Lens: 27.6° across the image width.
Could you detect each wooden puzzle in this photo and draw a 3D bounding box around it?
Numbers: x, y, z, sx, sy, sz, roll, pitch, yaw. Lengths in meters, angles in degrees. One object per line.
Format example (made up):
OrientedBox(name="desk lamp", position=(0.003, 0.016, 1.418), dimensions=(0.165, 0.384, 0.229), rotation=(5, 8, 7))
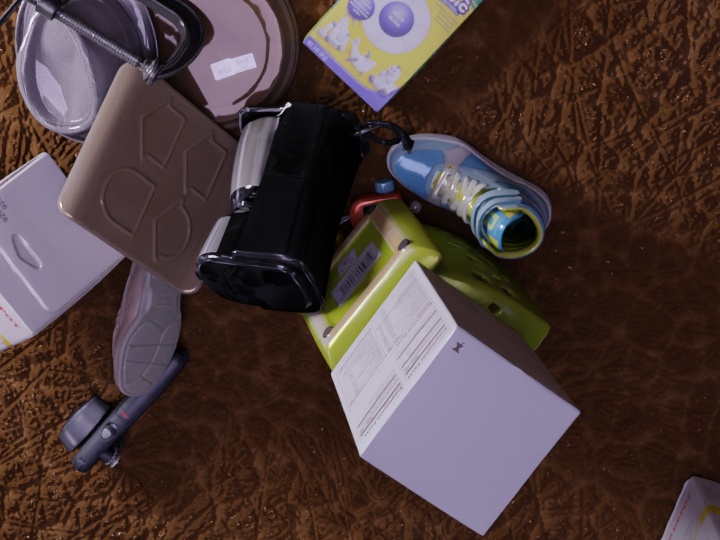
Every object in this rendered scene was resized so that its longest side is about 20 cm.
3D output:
OrientedBox(name="wooden puzzle", position=(-0.223, -0.098, 1.589), dimensions=(0.200, 0.046, 0.186), rotation=(36, 68, -40))

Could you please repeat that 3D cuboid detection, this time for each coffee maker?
OrientedBox(name="coffee maker", position=(-0.065, -0.069, 1.555), dimensions=(0.191, 0.201, 0.135), rotation=(-11, 144, 37))

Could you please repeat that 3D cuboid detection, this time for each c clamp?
OrientedBox(name="c clamp", position=(-0.264, -0.257, 1.535), dimensions=(0.199, 0.172, 0.027), rotation=(26, 142, -11))

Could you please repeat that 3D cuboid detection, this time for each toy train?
OrientedBox(name="toy train", position=(0.000, 0.000, 1.677), dimensions=(0.149, 0.056, 0.202), rotation=(-4, 108, 6))

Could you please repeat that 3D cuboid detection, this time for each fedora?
OrientedBox(name="fedora", position=(-0.312, -0.228, 1.587), dimensions=(0.175, 0.090, 0.202), rotation=(6, 109, 16))

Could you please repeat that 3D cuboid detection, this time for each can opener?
OrientedBox(name="can opener", position=(-0.279, 0.166, 1.751), dimensions=(0.200, 0.063, 0.079), rotation=(-42, 101, 16))

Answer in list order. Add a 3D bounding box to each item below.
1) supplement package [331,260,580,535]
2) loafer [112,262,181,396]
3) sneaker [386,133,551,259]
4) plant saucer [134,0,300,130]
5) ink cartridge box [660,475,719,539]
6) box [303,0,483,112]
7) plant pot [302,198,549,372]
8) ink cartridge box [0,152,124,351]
OrientedBox(name="supplement package", position=(0.084, 0.117, 1.407), dimensions=(0.151, 0.200, 0.151), rotation=(35, 99, -17))
OrientedBox(name="loafer", position=(-0.247, 0.044, 1.700), dimensions=(0.072, 0.063, 0.202), rotation=(7, 104, -39))
OrientedBox(name="sneaker", position=(0.120, -0.081, 1.600), dimensions=(0.199, 0.131, 0.080), rotation=(22, 111, -3))
OrientedBox(name="plant saucer", position=(-0.166, -0.250, 1.618), dimensions=(0.198, 0.030, 0.202), rotation=(1, 109, 3))
OrientedBox(name="ink cartridge box", position=(0.410, 0.351, 1.691), dimensions=(0.083, 0.200, 0.146), rotation=(17, 110, -5))
OrientedBox(name="box", position=(0.046, -0.283, 1.581), dimensions=(0.117, 0.048, 0.200), rotation=(41, 105, -10))
OrientedBox(name="plant pot", position=(0.055, 0.049, 1.585), dimensions=(0.181, 0.199, 0.200), rotation=(36, 99, -25))
OrientedBox(name="ink cartridge box", position=(-0.383, -0.013, 1.605), dimensions=(0.148, 0.145, 0.200), rotation=(53, 149, -13))
